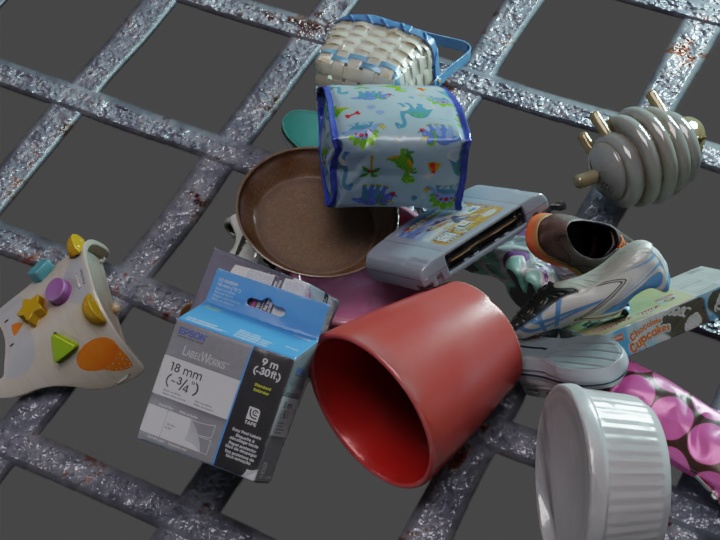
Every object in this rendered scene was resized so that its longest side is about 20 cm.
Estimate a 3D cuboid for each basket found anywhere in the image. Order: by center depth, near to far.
[{"bbox_3d":[0.032,-0.275,1.966,0.175,0.140,0.200,19,46,24],"label":"basket"}]

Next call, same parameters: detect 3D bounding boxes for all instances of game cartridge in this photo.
[{"bbox_3d":[0.108,-0.043,1.731,0.199,0.042,0.133,-32,28,-27],"label":"game cartridge"}]

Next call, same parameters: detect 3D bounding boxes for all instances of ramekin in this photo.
[{"bbox_3d":[0.251,0.217,1.527,0.094,0.203,0.203,1,51,-9],"label":"ramekin"}]

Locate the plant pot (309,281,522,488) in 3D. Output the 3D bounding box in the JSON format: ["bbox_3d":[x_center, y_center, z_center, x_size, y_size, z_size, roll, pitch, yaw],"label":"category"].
[{"bbox_3d":[0.071,0.115,1.636,0.177,0.201,0.200,-31,54,-31],"label":"plant pot"}]

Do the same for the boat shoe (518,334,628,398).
[{"bbox_3d":[0.236,0.114,1.625,0.073,0.067,0.200,-31,15,-19],"label":"boat shoe"}]

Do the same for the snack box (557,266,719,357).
[{"bbox_3d":[0.339,0.051,1.699,0.199,0.037,0.116,-21,10,-10],"label":"snack box"}]

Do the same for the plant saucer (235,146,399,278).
[{"bbox_3d":[-0.054,-0.064,1.792,0.199,0.037,0.201,4,54,-6],"label":"plant saucer"}]

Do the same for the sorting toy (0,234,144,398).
[{"bbox_3d":[-0.381,0.067,1.786,0.179,0.107,0.201,-30,52,7],"label":"sorting toy"}]

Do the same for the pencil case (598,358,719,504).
[{"bbox_3d":[0.347,0.179,1.610,0.199,0.091,0.094,31,68,29],"label":"pencil case"}]

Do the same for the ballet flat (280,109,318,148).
[{"bbox_3d":[-0.014,-0.151,1.920,0.199,0.074,0.074,25,59,24],"label":"ballet flat"}]

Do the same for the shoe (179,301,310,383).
[{"bbox_3d":[-0.129,0.088,1.758,0.199,0.053,0.070,22,101,24],"label":"shoe"}]

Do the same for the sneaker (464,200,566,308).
[{"bbox_3d":[0.214,-0.032,1.793,0.200,0.078,0.140,37,64,29],"label":"sneaker"}]

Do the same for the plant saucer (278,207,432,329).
[{"bbox_3d":[0.000,0.000,1.809,0.199,0.051,0.201,-3,52,4],"label":"plant saucer"}]

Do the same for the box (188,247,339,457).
[{"bbox_3d":[-0.128,0.096,1.658,0.131,0.115,0.201,20,86,21],"label":"box"}]

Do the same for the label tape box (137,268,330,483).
[{"bbox_3d":[-0.135,0.107,1.564,0.143,0.063,0.201,17,86,17],"label":"label tape box"}]

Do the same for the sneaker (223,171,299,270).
[{"bbox_3d":[-0.125,-0.072,1.864,0.088,0.074,0.201,11,54,12],"label":"sneaker"}]

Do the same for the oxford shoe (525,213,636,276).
[{"bbox_3d":[0.288,-0.018,1.725,0.199,0.072,0.072,14,80,-31],"label":"oxford shoe"}]

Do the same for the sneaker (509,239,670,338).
[{"bbox_3d":[0.257,0.036,1.667,0.199,0.073,0.072,-28,16,26],"label":"sneaker"}]

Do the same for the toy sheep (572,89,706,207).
[{"bbox_3d":[0.346,-0.143,1.833,0.199,0.138,0.138,-23,53,-17],"label":"toy sheep"}]

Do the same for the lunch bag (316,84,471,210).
[{"bbox_3d":[0.035,-0.164,1.779,0.169,0.128,0.201,1,38,-8],"label":"lunch bag"}]
